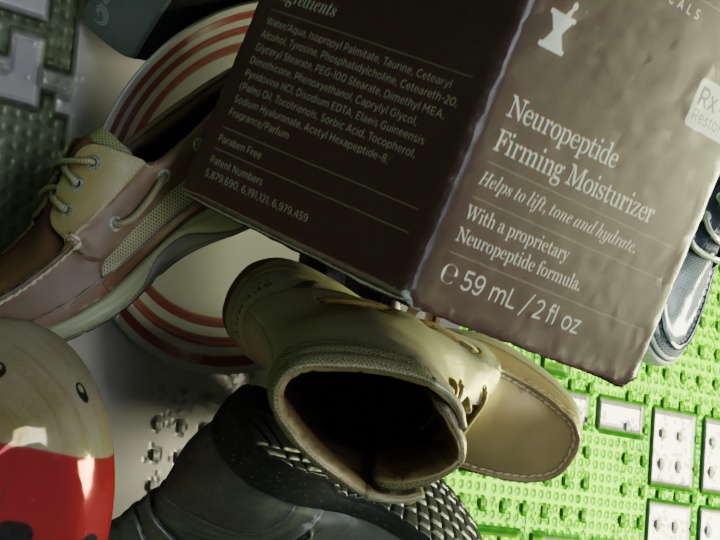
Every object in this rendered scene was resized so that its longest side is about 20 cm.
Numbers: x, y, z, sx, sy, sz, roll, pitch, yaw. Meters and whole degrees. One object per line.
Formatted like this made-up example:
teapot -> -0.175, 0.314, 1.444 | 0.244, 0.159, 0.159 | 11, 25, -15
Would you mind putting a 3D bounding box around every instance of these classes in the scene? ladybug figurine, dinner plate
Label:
ladybug figurine -> -0.169, 0.122, 0.854 | 0.135, 0.072, 0.202 | 12, 98, -32
dinner plate -> -0.056, -0.043, 1.013 | 0.199, 0.024, 0.202 | -13, 114, -29

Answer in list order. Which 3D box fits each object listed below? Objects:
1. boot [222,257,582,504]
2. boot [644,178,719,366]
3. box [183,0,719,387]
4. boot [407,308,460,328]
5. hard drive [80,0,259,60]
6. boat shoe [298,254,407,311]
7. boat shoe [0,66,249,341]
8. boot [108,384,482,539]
boot -> 0.035, 0.068, 0.926 | 0.199, 0.156, 0.073 | 28, 98, -17
boot -> 0.229, -0.037, 1.298 | 0.072, 0.090, 0.202 | 16, 76, -44
box -> 0.057, -0.081, 0.879 | 0.165, 0.164, 0.202 | 20, 94, -44
boot -> 0.001, 0.087, 1.086 | 0.075, 0.074, 0.202 | 14, 78, -17
hard drive -> -0.036, -0.173, 0.964 | 0.134, 0.200, 0.043 | 3, 49, -45
boat shoe -> 0.000, 0.000, 1.005 | 0.057, 0.066, 0.202 | -87, -172, -73
boat shoe -> -0.118, -0.032, 0.924 | 0.199, 0.075, 0.074 | -34, 117, -23
boot -> -0.038, 0.139, 0.998 | 0.199, 0.131, 0.068 | 30, 27, -36
